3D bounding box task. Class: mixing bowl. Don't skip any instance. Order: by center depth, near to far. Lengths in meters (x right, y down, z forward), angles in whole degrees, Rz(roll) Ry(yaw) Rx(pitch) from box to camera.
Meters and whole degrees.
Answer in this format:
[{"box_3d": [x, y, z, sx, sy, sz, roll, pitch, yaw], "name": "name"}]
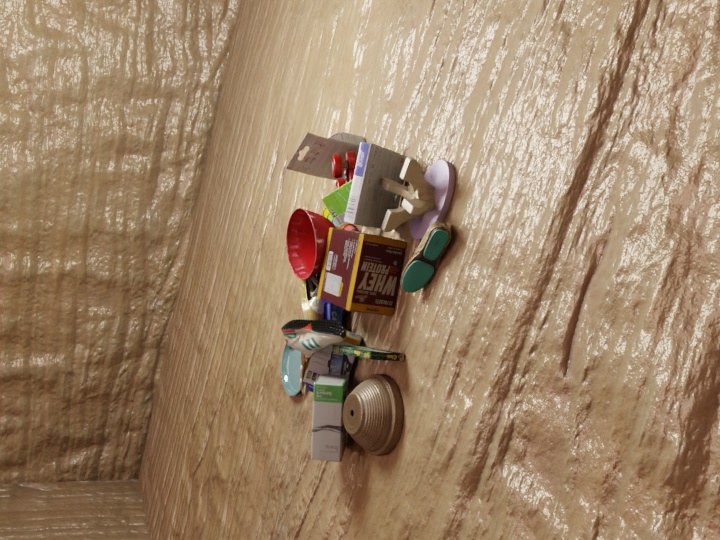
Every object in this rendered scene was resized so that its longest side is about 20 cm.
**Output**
[{"box_3d": [-0.126, -0.078, 1.835, 0.199, 0.107, 0.203, 11, 102, 58], "name": "mixing bowl"}]

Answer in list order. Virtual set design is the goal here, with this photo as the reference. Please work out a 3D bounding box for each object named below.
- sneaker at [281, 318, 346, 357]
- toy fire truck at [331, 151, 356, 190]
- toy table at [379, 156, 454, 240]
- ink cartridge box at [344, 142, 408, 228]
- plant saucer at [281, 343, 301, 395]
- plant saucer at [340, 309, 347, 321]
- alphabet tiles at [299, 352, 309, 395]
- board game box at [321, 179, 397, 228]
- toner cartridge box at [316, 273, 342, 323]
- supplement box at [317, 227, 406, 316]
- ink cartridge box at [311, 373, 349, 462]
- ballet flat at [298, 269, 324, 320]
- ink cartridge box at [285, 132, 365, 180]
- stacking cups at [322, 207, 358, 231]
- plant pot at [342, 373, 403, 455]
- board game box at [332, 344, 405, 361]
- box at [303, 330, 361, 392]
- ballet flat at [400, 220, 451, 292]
[{"box_3d": [-0.119, 0.187, 1.725, 0.198, 0.070, 0.094, 1, 115, 28], "name": "sneaker"}, {"box_3d": [-0.022, -0.237, 1.845, 0.168, 0.111, 0.202, 99, 164, -63], "name": "toy fire truck"}, {"box_3d": [0.131, -0.175, 1.528, 0.184, 0.116, 0.202, 35, 114, 58], "name": "toy table"}, {"box_3d": [0.042, -0.208, 1.614, 0.043, 0.199, 0.199, 15, 97, 29], "name": "ink cartridge box"}, {"box_3d": [-0.208, 0.307, 2.092, 0.200, 0.027, 0.203, -25, 61, 56], "name": "plant saucer"}, {"box_3d": [-0.080, 0.083, 1.917, 0.200, 0.034, 0.203, -21, 66, 56], "name": "plant saucer"}, {"box_3d": [-0.152, 0.258, 1.884, 0.196, 0.014, 0.203, -58, -27, -69], "name": "alphabet tiles"}, {"box_3d": [0.001, -0.202, 1.723, 0.199, 0.096, 0.030, -27, 12, 21], "name": "board game box"}, {"box_3d": [-0.092, 0.100, 1.857, 0.095, 0.043, 0.203, -16, 69, 57], "name": "toner cartridge box"}, {"box_3d": [0.000, 0.000, 1.695, 0.199, 0.131, 0.200, 17, 97, 60], "name": "supplement box"}, {"box_3d": [-0.080, 0.390, 1.708, 0.146, 0.083, 0.203, -4, -83, -85], "name": "ink cartridge box"}, {"box_3d": [-0.138, 0.078, 1.838, 0.063, 0.068, 0.201, -45, 45, 28], "name": "ballet flat"}, {"box_3d": [-0.105, -0.348, 1.903, 0.160, 0.198, 0.048, -48, 44, 43], "name": "ink cartridge box"}, {"box_3d": [-0.051, -0.135, 1.894, 0.200, 0.060, 0.061, 46, 122, 54], "name": "stacking cups"}, {"box_3d": [0.016, 0.361, 1.615, 0.200, 0.092, 0.203, -26, 60, 57], "name": "plant pot"}, {"box_3d": [0.017, 0.211, 1.641, 0.199, 0.104, 0.024, -2, 84, 61], "name": "board game box"}, {"box_3d": [-0.082, 0.257, 1.790, 0.042, 0.118, 0.202, -70, 0, -70], "name": "box"}, {"box_3d": [0.157, -0.034, 1.515, 0.201, 0.070, 0.066, -58, 10, 32], "name": "ballet flat"}]
